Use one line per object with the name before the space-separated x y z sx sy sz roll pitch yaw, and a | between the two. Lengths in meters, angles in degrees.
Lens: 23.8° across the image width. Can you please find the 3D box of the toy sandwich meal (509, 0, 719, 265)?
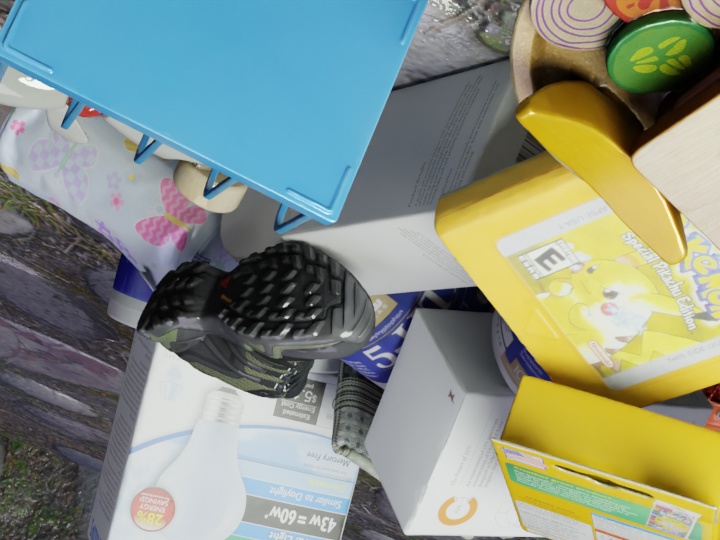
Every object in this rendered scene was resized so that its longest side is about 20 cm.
toy sandwich meal | 0.162 -0.076 0.768 0.203 0.071 0.206 6 136 6

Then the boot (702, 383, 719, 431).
boot | 0.255 0.091 1.301 0.199 0.076 0.107 25 157 -27

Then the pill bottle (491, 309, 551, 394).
pill bottle | 0.164 0.008 1.039 0.119 0.120 0.200 23 150 -4

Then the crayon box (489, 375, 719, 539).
crayon box | 0.148 0.120 0.967 0.125 0.052 0.200 16 162 16

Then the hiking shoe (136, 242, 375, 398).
hiking shoe | -0.052 0.039 1.115 0.199 0.076 0.101 1 148 46

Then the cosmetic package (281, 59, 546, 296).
cosmetic package | 0.049 -0.053 1.038 0.085 0.108 0.199 33 161 -25

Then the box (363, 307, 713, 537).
box | 0.122 0.109 1.190 0.198 0.125 0.098 5 -147 -26

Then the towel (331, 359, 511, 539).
towel | 0.056 0.101 1.366 0.199 0.194 0.034 33 136 -31

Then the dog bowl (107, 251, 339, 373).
dog bowl | -0.102 0.021 1.395 0.198 0.080 0.200 15 -178 0

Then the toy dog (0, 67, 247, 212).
toy dog | -0.145 -0.121 1.107 0.200 0.132 0.097 38 -164 -31

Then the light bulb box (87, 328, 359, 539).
light bulb box | -0.111 0.163 1.437 0.197 0.202 0.125 13 -177 -14

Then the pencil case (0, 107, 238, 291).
pencil case | -0.174 -0.058 1.251 0.200 0.091 0.083 38 -158 16

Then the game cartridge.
game cartridge | 0.167 -0.006 0.904 0.199 0.033 0.176 -21 125 30

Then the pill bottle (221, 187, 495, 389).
pill bottle | 0.000 0.000 1.211 0.119 0.121 0.200 3 154 47

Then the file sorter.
file sorter | -0.092 -0.123 0.952 0.199 0.140 0.123 26 165 -14
